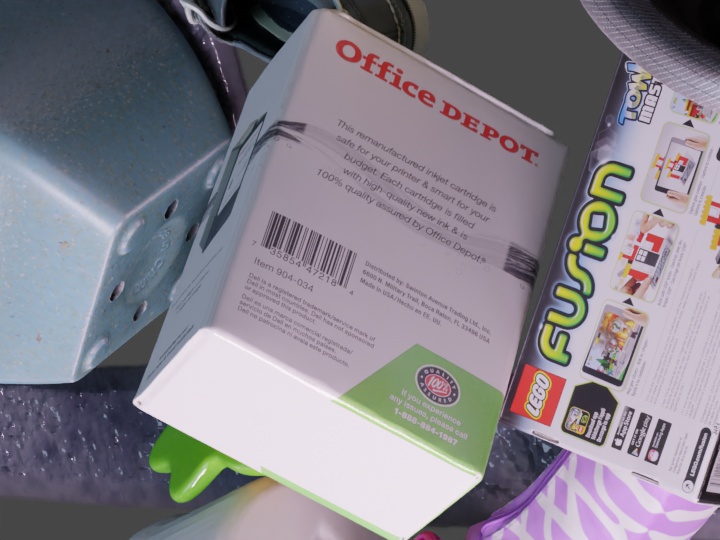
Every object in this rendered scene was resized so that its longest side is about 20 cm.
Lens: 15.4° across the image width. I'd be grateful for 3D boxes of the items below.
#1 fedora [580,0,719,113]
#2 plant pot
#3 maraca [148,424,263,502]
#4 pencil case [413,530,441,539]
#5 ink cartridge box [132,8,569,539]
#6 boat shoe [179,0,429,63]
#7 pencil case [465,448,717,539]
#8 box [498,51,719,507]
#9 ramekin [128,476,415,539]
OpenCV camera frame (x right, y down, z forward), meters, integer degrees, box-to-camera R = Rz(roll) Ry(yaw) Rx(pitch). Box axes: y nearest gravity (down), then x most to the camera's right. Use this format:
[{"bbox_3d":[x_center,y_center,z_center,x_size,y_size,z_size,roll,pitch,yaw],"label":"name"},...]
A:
[{"bbox_3d":[0.186,-0.113,1.094,0.199,0.177,0.090,23,154,25],"label":"fedora"},{"bbox_3d":[-0.184,-0.056,1.419,0.199,0.196,0.196,31,129,15],"label":"plant pot"},{"bbox_3d":[-0.041,0.048,1.378,0.107,0.138,0.200,35,136,-30],"label":"maraca"},{"bbox_3d":[0.074,0.223,1.350,0.200,0.089,0.088,42,136,-10],"label":"pencil case"},{"bbox_3d":[0.000,0.000,1.233,0.145,0.201,0.084,29,141,-13],"label":"ink cartridge box"},{"bbox_3d":[-0.059,-0.148,1.341,0.199,0.062,0.073,29,127,29],"label":"boat shoe"},{"bbox_3d":[0.128,0.099,1.277,0.085,0.084,0.200,26,131,-7],"label":"pencil case"},{"bbox_3d":[0.143,-0.009,1.181,0.110,0.035,0.201,21,94,34],"label":"box"},{"bbox_3d":[-0.036,0.205,1.405,0.098,0.200,0.201,-35,86,38],"label":"ramekin"}]
